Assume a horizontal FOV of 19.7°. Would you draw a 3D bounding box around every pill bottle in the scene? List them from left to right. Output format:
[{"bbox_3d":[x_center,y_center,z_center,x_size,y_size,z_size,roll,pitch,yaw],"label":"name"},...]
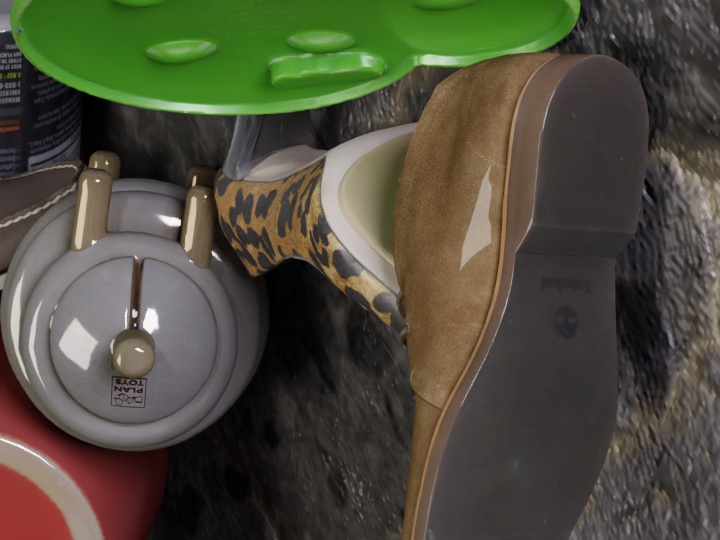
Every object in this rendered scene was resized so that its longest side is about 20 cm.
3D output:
[{"bbox_3d":[-0.205,-0.069,1.130,0.106,0.106,0.201,47,139,43],"label":"pill bottle"}]

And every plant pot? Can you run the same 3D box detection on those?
[{"bbox_3d":[-0.194,0.121,1.034,0.177,0.199,0.202,-117,20,-77],"label":"plant pot"}]

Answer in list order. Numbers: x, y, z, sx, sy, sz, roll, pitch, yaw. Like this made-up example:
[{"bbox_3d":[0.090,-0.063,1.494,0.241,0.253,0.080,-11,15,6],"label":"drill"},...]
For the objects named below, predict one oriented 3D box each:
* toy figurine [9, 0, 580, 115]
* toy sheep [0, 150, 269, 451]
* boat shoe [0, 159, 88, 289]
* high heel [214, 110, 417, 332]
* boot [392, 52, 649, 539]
[{"bbox_3d":[-0.024,-0.169,0.746,0.150,0.199,0.185,58,-150,-71],"label":"toy figurine"},{"bbox_3d":[-0.104,0.018,0.956,0.200,0.137,0.139,-90,-8,-82],"label":"toy sheep"},{"bbox_3d":[-0.220,-0.018,1.061,0.199,0.072,0.060,-19,114,23],"label":"boat shoe"},{"bbox_3d":[0.000,0.000,0.836,0.200,0.071,0.143,57,153,36],"label":"high heel"},{"bbox_3d":[0.043,0.024,0.714,0.075,0.073,0.201,12,90,48],"label":"boot"}]
